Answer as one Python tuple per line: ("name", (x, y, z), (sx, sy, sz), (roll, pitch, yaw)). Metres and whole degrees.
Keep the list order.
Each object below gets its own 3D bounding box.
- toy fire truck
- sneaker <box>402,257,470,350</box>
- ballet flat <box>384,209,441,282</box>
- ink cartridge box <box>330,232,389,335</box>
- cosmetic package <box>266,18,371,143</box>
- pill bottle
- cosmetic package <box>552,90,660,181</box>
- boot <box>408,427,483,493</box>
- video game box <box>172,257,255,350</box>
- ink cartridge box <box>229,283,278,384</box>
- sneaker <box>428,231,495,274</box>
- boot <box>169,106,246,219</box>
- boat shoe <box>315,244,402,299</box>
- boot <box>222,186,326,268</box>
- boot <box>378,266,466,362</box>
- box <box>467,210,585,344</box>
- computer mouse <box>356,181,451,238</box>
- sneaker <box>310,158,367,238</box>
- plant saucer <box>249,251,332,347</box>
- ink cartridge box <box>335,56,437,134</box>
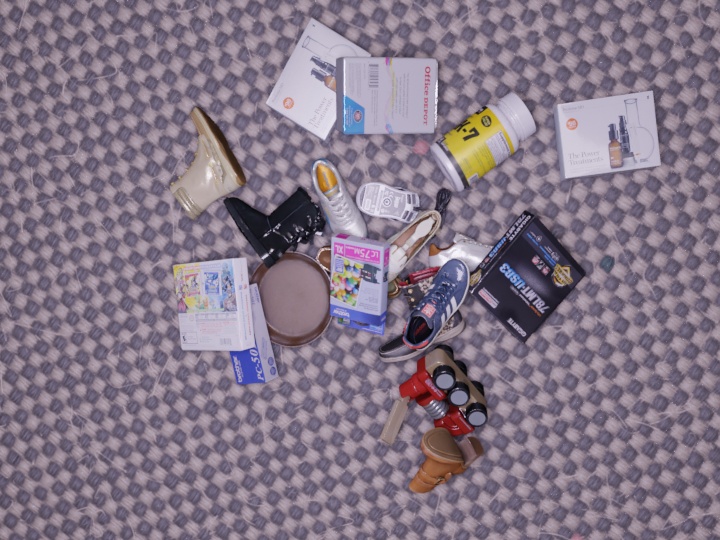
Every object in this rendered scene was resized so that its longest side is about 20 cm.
("toy fire truck", (0.145, 0.285, 1.412), (0.198, 0.130, 0.176), (-35, 111, 21))
("sneaker", (0.145, 0.068, 1.326), (0.074, 0.084, 0.203), (30, 101, 22))
("ballet flat", (0.089, -0.052, 1.388), (0.067, 0.062, 0.200), (42, 82, -2))
("ink cartridge box", (-0.004, 0.034, 1.385), (0.117, 0.042, 0.205), (12, 115, 23))
("cosmetic package", (-0.086, -0.397, 1.438), (0.149, 0.052, 0.203), (30, 94, 4))
("pill bottle", (0.251, -0.264, 1.396), (0.198, 0.114, 0.115), (-36, 90, 4))
("cosmetic package", (0.506, -0.276, 1.411), (0.195, 0.052, 0.155), (-8, 89, 4))
("boot", (0.148, 0.397, 1.389), (0.155, 0.198, 0.075), (-43, 49, 23))
("video game box", (-0.310, 0.072, 1.433), (0.196, 0.046, 0.187), (-4, 95, 38))
("ink cartridge box", (-0.242, 0.136, 1.456), (0.092, 0.044, 0.205), (-10, 95, 37))
("sneaker", (0.238, -0.043, 1.425), (0.195, 0.073, 0.087), (-9, 94, 5))
("boot", (-0.349, -0.230, 1.459), (0.154, 0.073, 0.203), (-32, 82, 12))
("boat shoe", (0.000, 0.000, 1.442), (0.196, 0.074, 0.077), (21, 93, 3))
("boot", (-0.179, -0.117, 1.449), (0.161, 0.074, 0.199), (-37, 70, -8))
("boot", (0.110, 0.092, 1.417), (0.196, 0.073, 0.153), (-22, 111, 0))
("box", (0.334, 0.018, 1.391), (0.199, 0.050, 0.199), (40, 92, -28))
("computer mouse", (0.087, -0.141, 1.449), (0.195, 0.044, 0.112), (15, 98, -3))
("sneaker", (-0.050, -0.139, 1.437), (0.075, 0.081, 0.203), (-29, 91, 3))
("plant saucer", (-0.147, 0.061, 1.466), (0.195, 0.032, 0.206), (1, 94, 12))
("ink cartridge box", (0.052, -0.354, 1.384), (0.195, 0.085, 0.148), (-3, 105, -13))
